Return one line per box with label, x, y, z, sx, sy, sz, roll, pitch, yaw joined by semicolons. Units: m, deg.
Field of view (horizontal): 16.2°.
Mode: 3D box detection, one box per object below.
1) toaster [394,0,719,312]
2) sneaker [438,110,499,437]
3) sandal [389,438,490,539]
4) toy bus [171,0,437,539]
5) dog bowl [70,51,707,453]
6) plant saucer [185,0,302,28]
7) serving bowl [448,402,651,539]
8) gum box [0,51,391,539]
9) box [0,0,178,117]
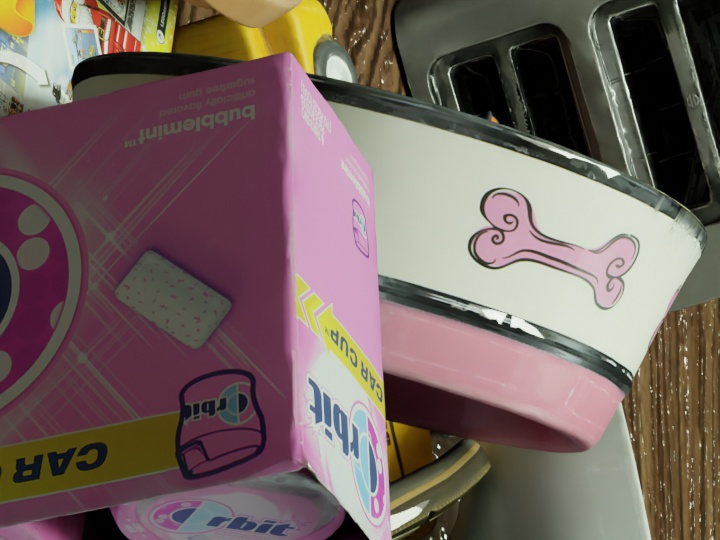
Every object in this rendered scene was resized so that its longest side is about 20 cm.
toaster;0.129;-0.066;1.115;0.119;0.180;0.201;-20;95;-58
sneaker;0.049;-0.001;1.003;0.200;0.077;0.112;88;-17;-78
sandal;-0.042;0.079;0.803;0.199;0.082;0.055;-15;78;-31
toy bus;-0.030;0.006;0.912;0.078;0.065;0.201;-16;92;-60
dog bowl;0.000;0.000;0.769;0.200;0.199;0.074;26;77;-55
plant saucer;-0.087;-0.167;0.858;0.201;0.032;0.200;54;13;-18
serving bowl;0.070;0.132;0.899;0.200;0.066;0.201;-9;90;-88
gum box;-0.097;0.028;0.645;0.066;0.199;0.114;53;30;-56
box;-0.119;-0.057;0.805;0.137;0.038;0.201;44;42;-45
